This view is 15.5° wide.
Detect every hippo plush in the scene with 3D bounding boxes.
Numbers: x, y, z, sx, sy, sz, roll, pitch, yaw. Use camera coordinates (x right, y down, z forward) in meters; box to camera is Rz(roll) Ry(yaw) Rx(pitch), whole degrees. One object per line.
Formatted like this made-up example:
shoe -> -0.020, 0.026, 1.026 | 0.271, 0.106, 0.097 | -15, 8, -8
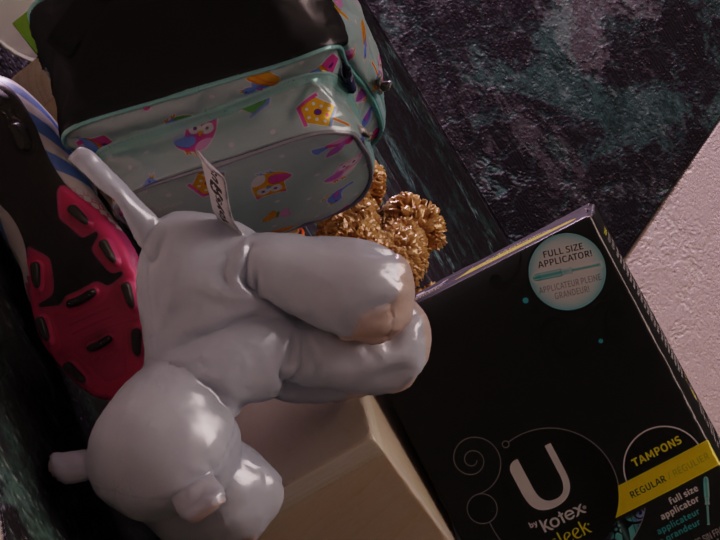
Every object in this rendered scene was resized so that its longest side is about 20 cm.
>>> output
hippo plush -> -0.061, 0.060, 1.333 | 0.200, 0.159, 0.161 | 55, 46, -51

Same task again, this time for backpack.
backpack -> -0.071, -0.095, 1.479 | 0.200, 0.176, 0.153 | 30, 41, -78

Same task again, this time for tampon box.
tampon box -> 0.112, 0.084, 1.502 | 0.200, 0.150, 0.126 | 62, 7, -1

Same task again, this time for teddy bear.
teddy bear -> 0.000, 0.000, 1.725 | 0.145, 0.067, 0.200 | 51, 40, -5

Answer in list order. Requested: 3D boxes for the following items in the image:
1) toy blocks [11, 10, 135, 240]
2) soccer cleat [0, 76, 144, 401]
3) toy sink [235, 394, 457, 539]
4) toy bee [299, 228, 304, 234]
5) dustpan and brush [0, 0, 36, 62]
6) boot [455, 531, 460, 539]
toy blocks -> -0.148, -0.069, 1.646 | 0.200, 0.100, 0.137 | 51, -3, -1
soccer cleat -> -0.159, -0.021, 1.453 | 0.200, 0.070, 0.086 | 61, 13, 9
toy sink -> -0.035, 0.106, 1.515 | 0.112, 0.130, 0.200 | 55, 10, -32
toy bee -> -0.058, 0.008, 1.801 | 0.200, 0.109, 0.131 | -77, -179, -55
dustpan and brush -> -0.236, -0.181, 1.630 | 0.140, 0.057, 0.200 | 58, 3, -7
boot -> 0.061, 0.182, 1.723 | 0.174, 0.069, 0.200 | 120, -41, -68
